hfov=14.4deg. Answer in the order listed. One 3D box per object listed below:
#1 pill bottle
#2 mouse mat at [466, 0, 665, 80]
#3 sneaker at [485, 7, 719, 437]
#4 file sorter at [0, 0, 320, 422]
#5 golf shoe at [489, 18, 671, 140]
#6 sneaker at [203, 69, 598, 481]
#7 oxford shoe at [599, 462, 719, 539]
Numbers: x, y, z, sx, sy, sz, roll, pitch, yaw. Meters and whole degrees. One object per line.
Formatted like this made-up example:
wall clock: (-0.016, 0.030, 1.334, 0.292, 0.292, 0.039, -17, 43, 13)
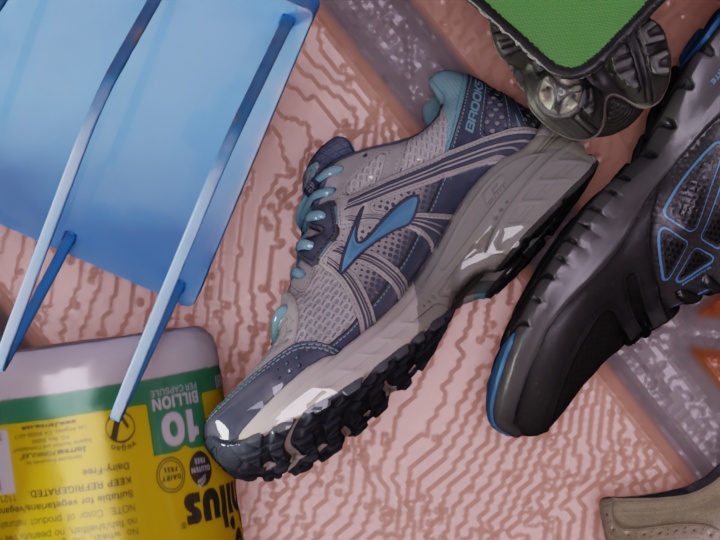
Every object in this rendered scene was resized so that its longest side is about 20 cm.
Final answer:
pill bottle: (-0.098, 0.128, 1.108, 0.112, 0.113, 0.202, -8, 90, 0)
mouse mat: (0.063, -0.184, 1.060, 0.161, 0.008, 0.200, -45, 70, -5)
sneaker: (0.124, -0.009, 1.126, 0.082, 0.073, 0.201, 36, 91, -1)
file sorter: (-0.139, -0.055, 1.016, 0.199, 0.123, 0.139, 23, 122, -2)
golf shoe: (0.060, -0.147, 1.115, 0.077, 0.088, 0.201, -17, 92, 2)
sneaker: (0.000, 0.000, 1.115, 0.086, 0.078, 0.200, 42, 64, 10)
oxford shoe: (0.189, 0.079, 1.129, 0.199, 0.070, 0.075, -26, 85, -1)
